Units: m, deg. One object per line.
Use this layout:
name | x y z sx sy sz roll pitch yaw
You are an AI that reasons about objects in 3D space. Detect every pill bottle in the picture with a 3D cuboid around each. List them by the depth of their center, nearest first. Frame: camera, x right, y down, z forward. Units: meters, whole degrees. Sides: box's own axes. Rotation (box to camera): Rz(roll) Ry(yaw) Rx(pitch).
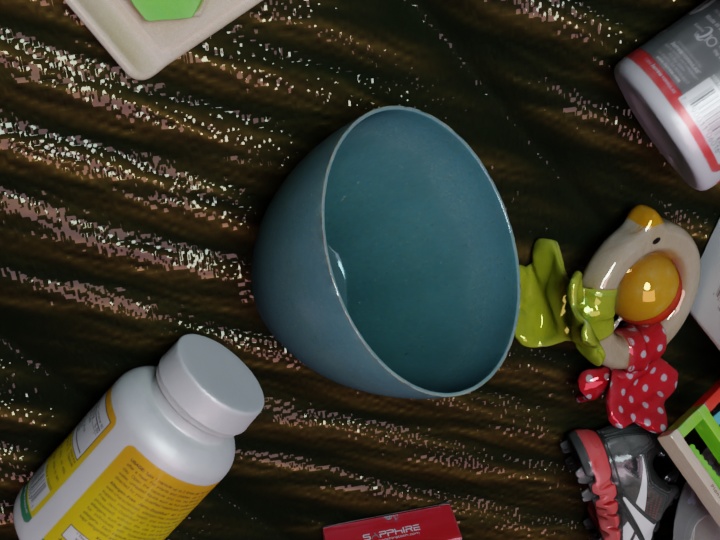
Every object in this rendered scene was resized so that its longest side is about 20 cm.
pill bottle | 0.294 -0.157 0.791 0.200 0.114 0.114 -35 123 9
pill bottle | -0.170 0.147 0.871 0.113 0.113 0.200 33 109 -29

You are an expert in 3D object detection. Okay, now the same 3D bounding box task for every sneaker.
sneaker | 0.255 0.217 1.040 0.098 0.071 0.201 -20 123 0

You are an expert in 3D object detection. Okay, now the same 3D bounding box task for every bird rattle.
bird rattle | 0.222 0.038 0.909 0.200 0.113 0.163 37 91 -33

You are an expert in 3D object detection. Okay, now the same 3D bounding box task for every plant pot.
plant pot | 0.000 0.000 0.792 0.135 0.200 0.200 -17 133 42

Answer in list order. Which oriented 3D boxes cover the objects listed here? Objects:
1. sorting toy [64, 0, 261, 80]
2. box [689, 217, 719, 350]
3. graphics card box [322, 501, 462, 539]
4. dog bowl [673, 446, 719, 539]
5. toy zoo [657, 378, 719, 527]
sorting toy | -0.115 -0.237 0.689 0.200 0.036 0.185 -34 123 8
box | 0.394 0.032 0.927 0.200 0.124 0.098 7 120 -17
graphics card box | 0.035 0.319 1.064 0.125 0.051 0.200 -9 124 -8
dog bowl | 0.371 0.231 1.041 0.200 0.059 0.200 -8 105 -32
toy zoo | 0.361 0.141 0.970 0.200 0.020 0.131 -35 89 -28
